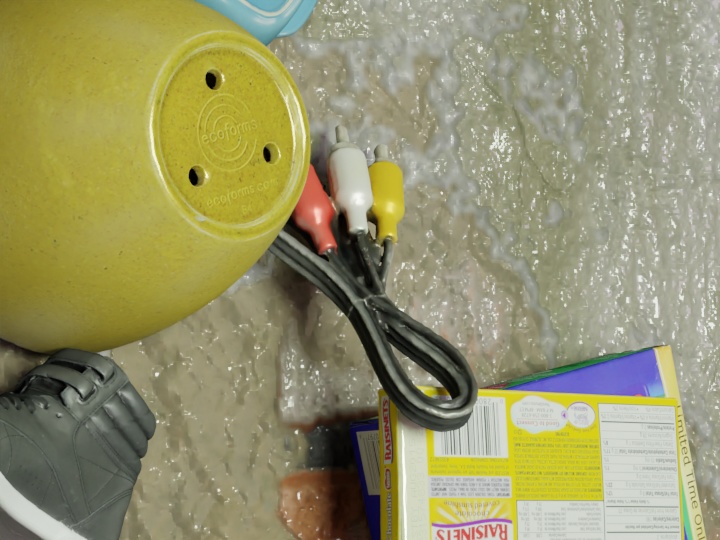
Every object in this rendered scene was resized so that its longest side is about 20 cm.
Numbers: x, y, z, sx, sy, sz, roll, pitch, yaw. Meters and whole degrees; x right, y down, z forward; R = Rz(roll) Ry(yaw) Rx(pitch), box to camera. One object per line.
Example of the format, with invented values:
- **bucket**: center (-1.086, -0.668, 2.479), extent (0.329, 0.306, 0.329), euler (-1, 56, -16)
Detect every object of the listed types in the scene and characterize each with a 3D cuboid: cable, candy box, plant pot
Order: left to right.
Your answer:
- **plant pot**: center (-0.107, -0.060, 1.047), extent (0.200, 0.142, 0.201), euler (5, 83, -43)
- **cable**: center (0.000, 0.000, 1.137), extent (0.097, 0.050, 0.200), euler (-1, 44, -26)
- **candy box**: center (0.099, 0.119, 1.170), extent (0.200, 0.026, 0.103), euler (5, 81, -32)
- **candy box**: center (0.107, 0.147, 1.235), extent (0.200, 0.077, 0.170), euler (-13, 92, -36)

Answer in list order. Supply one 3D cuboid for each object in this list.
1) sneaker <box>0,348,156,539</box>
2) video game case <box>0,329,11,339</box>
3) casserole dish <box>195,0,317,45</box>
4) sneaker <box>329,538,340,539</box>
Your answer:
- **sneaker**: center (-0.174, 0.070, 1.032), extent (0.200, 0.071, 0.099), euler (46, 58, -48)
- **video game case**: center (-0.263, -0.041, 1.028), extent (0.200, 0.018, 0.144), euler (4, 83, -35)
- **casserole dish**: center (-0.089, -0.208, 1.152), extent (0.200, 0.039, 0.121), euler (40, 65, -25)
- **sneaker**: center (-0.058, 0.192, 1.115), extent (0.199, 0.079, 0.130), euler (32, 68, -29)
